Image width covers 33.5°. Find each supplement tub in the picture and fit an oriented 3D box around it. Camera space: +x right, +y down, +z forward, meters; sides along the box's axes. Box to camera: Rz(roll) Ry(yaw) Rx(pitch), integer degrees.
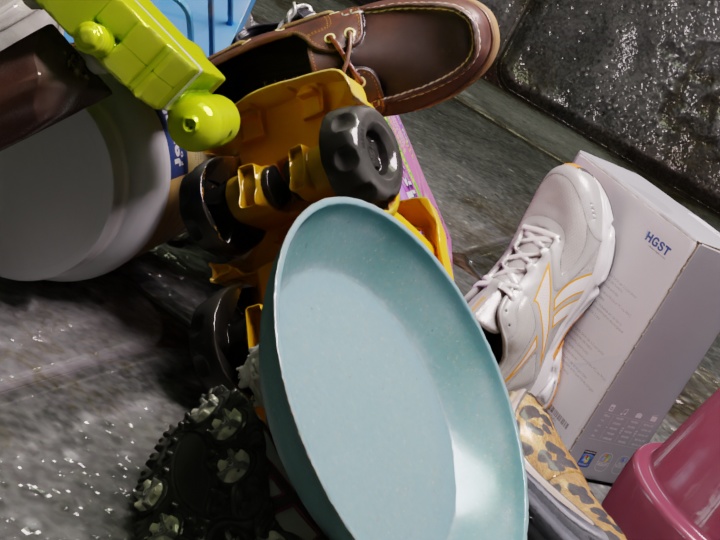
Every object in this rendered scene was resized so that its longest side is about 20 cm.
[{"bbox_3d":[-0.174,-0.074,0.772,0.144,0.145,0.200,30,17,5],"label":"supplement tub"}]

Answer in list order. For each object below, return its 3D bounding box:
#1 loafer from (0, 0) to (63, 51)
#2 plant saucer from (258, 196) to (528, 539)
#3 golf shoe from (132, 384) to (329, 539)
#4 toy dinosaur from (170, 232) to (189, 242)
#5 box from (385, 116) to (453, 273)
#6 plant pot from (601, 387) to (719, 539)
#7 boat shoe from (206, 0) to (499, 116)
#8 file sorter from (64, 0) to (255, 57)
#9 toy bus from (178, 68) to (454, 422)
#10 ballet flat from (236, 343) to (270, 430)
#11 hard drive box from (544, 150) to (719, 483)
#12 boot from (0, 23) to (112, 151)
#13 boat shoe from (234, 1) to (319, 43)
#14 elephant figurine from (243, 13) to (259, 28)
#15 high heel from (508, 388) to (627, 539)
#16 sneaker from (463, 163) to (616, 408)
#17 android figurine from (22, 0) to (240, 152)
[{"bbox_3d":[-0.275,-0.122,0.765,0.200,0.070,0.070,-35,53,-21],"label":"loafer"},{"bbox_3d":[0.012,0.064,0.558,0.200,0.036,0.201,39,38,-39],"label":"plant saucer"},{"bbox_3d":[-0.045,0.131,0.547,0.088,0.077,0.200,46,4,-34],"label":"golf shoe"},{"bbox_3d":[-0.155,-0.112,0.959,0.088,0.201,0.047,2,-18,9],"label":"toy dinosaur"},{"bbox_3d":[-0.004,-0.055,0.913,0.200,0.096,0.177,-76,143,-72],"label":"box"},{"bbox_3d":[0.291,0.147,0.803,0.199,0.180,0.200,26,18,-9],"label":"plant pot"},{"bbox_3d":[-0.015,-0.124,0.741,0.199,0.071,0.070,-11,4,28],"label":"boat shoe"},{"bbox_3d":[-0.159,-0.238,0.915,0.138,0.123,0.201,14,55,5],"label":"file sorter"},{"bbox_3d":[0.000,0.000,0.739,0.192,0.135,0.201,12,66,-54],"label":"toy bus"},{"bbox_3d":[0.001,0.114,0.609,0.201,0.072,0.072,62,21,2],"label":"ballet flat"},{"bbox_3d":[0.184,0.035,0.919,0.076,0.201,0.156,16,22,-34],"label":"hard drive box"},{"bbox_3d":[-0.222,-0.056,0.575,0.187,0.199,0.065,-106,174,-68],"label":"boot"},{"bbox_3d":[-0.050,-0.159,0.867,0.063,0.072,0.200,65,-17,-13],"label":"boat shoe"},{"bbox_3d":[-0.132,-0.186,1.043,0.155,0.201,0.142,21,13,-27],"label":"elephant figurine"},{"bbox_3d":[0.126,0.153,0.765,0.143,0.071,0.200,47,9,0],"label":"high heel"},{"bbox_3d":[0.117,0.016,0.866,0.092,0.201,0.076,15,3,-43],"label":"sneaker"},{"bbox_3d":[-0.136,-0.137,0.649,0.182,0.041,0.200,46,7,-5],"label":"android figurine"}]
